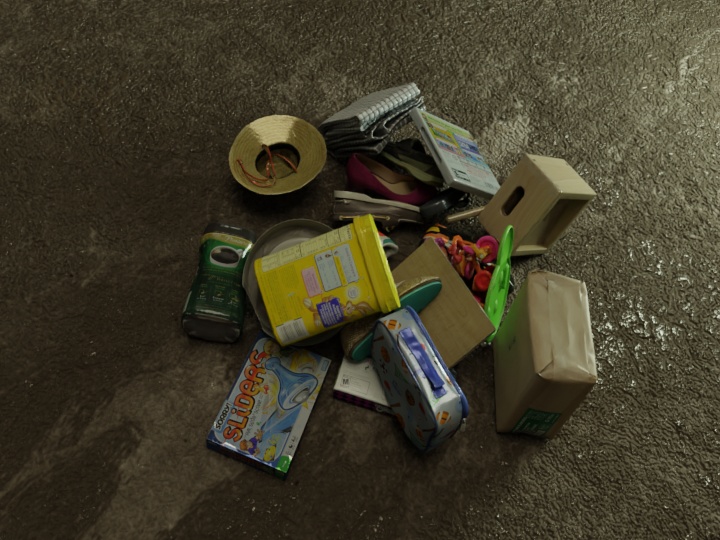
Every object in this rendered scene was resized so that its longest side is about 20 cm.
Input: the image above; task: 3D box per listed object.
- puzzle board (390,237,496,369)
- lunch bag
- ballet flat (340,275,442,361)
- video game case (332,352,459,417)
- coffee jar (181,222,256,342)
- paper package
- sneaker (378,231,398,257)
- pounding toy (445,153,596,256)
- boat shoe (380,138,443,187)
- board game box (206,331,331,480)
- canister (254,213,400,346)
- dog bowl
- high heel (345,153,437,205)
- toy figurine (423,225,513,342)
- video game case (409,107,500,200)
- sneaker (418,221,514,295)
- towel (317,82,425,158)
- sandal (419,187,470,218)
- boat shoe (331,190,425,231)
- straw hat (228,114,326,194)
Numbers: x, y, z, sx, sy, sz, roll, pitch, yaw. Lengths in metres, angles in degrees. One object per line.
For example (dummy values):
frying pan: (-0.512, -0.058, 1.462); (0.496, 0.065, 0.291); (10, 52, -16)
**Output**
puzzle board: (0.115, 0.067, 1.135); (0.150, 0.017, 0.202); (-40, 60, 13)
lunch bag: (0.087, 0.164, 1.021); (0.074, 0.162, 0.203); (-21, 62, -20)
ballet flat: (0.043, 0.062, 1.113); (0.198, 0.071, 0.065); (-38, 52, -6)
video game case: (0.067, 0.156, 1.145); (0.194, 0.036, 0.185); (16, 54, 2)
coffee jar: (-0.236, 0.015, 1.160); (0.101, 0.086, 0.205); (11, 54, -9)
paper package: (0.289, 0.141, 1.094); (0.100, 0.202, 0.195); (10, 52, -3)
sneaker: (0.000, 0.000, 1.224); (0.091, 0.071, 0.201); (24, 51, 15)
pounding toy: (0.303, -0.120, 1.299); (0.181, 0.202, 0.144); (-4, 49, -47)
boat shoe: (0.106, -0.236, 1.386); (0.071, 0.067, 0.200); (8, 24, -46)
board game box: (-0.140, 0.207, 1.071); (0.132, 0.035, 0.203); (19, 53, 4)
canister: (-0.052, 0.018, 1.053); (0.195, 0.087, 0.153); (-19, 89, 7)
dog bowl: (-0.097, 0.020, 1.135); (0.193, 0.059, 0.207); (0, 87, -3)
high heel: (0.067, -0.183, 1.353); (0.193, 0.097, 0.069); (0, 53, -10)
toy figurine: (0.162, 0.003, 1.194); (0.179, 0.207, 0.149); (14, 18, 23)
video game case: (0.195, -0.224, 1.343); (0.197, 0.022, 0.186); (8, 50, -48)
sneaker: (0.210, -0.029, 1.287); (0.196, 0.071, 0.091); (28, 47, 8)
towel: (0.024, -0.301, 1.382); (0.164, 0.198, 0.087); (-35, 111, -24)
sandal: (0.176, -0.134, 1.347); (0.199, 0.075, 0.044); (-35, 104, -48)
boat shoe: (0.037, -0.109, 1.318); (0.194, 0.072, 0.062); (9, 92, -20)
straw hat: (-0.162, -0.201, 1.332); (0.194, 0.086, 0.206); (2, 57, -3)
